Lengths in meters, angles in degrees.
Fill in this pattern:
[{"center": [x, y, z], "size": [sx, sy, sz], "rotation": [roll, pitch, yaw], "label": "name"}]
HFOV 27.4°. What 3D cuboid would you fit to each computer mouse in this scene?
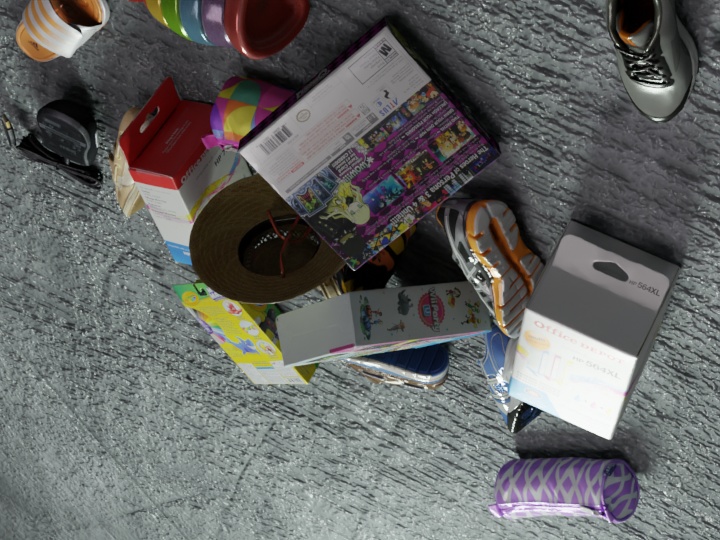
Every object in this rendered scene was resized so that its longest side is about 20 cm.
[{"center": [-0.386, -0.179, 1.851], "size": [0.140, 0.046, 0.200], "rotation": [24, 160, 5], "label": "computer mouse"}]

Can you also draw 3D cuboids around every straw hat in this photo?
[{"center": [-0.087, -0.016, 1.669], "size": [0.200, 0.202, 0.085], "rotation": [18, 149, 22], "label": "straw hat"}]

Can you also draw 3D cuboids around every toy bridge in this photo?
[{"center": [-0.047, 0.004, 1.754], "size": [0.201, 0.027, 0.067], "rotation": [62, 175, -20], "label": "toy bridge"}]

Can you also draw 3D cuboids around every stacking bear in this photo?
[{"center": [-0.167, -0.285, 1.448], "size": [0.199, 0.114, 0.122], "rotation": [22, 148, 25], "label": "stacking bear"}]

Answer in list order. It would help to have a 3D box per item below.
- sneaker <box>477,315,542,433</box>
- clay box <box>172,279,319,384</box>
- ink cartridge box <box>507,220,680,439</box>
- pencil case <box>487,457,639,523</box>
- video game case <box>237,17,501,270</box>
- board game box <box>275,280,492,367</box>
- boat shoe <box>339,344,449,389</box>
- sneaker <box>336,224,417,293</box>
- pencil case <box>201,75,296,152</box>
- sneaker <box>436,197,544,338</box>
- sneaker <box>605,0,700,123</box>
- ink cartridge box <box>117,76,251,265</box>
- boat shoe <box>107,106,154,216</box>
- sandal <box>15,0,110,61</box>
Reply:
[{"center": [0.185, 0.121, 1.758], "size": [0.077, 0.076, 0.201], "rotation": [41, 156, 30], "label": "sneaker"}, {"center": [-0.154, 0.073, 1.996], "size": [0.114, 0.048, 0.200], "rotation": [-4, 133, 45], "label": "clay box"}, {"center": [0.242, 0.057, 1.547], "size": [0.128, 0.126, 0.201], "rotation": [23, 149, 14], "label": "ink cartridge box"}, {"center": [0.262, 0.284, 1.891], "size": [0.199, 0.086, 0.084], "rotation": [-9, 129, 49], "label": "pencil case"}, {"center": [0.009, -0.123, 1.480], "size": [0.200, 0.036, 0.181], "rotation": [-38, 112, 18], "label": "video game case"}, {"center": [0.027, 0.059, 1.685], "size": [0.147, 0.199, 0.065], "rotation": [-17, 81, 52], "label": "board game box"}, {"center": [0.016, 0.108, 1.871], "size": [0.199, 0.072, 0.073], "rotation": [21, 149, 17], "label": "boat shoe"}, {"center": [0.000, 0.000, 1.713], "size": [0.070, 0.090, 0.200], "rotation": [31, 149, 0], "label": "sneaker"}, {"center": [-0.066, -0.145, 1.576], "size": [0.199, 0.089, 0.089], "rotation": [16, 146, 23], "label": "pencil case"}, {"center": [0.143, -0.008, 1.604], "size": [0.077, 0.078, 0.201], "rotation": [21, 147, 42], "label": "sneaker"}, {"center": [0.236, -0.196, 1.239], "size": [0.073, 0.080, 0.201], "rotation": [12, 145, 26], "label": "sneaker"}, {"center": [-0.193, -0.111, 1.702], "size": [0.067, 0.117, 0.201], "rotation": [14, 145, 28], "label": "ink cartridge box"}, {"center": [-0.270, -0.136, 1.791], "size": [0.069, 0.074, 0.200], "rotation": [44, 150, 5], "label": "boat shoe"}, {"center": [-0.348, -0.270, 1.670], "size": [0.079, 0.059, 0.206], "rotation": [40, 148, -14], "label": "sandal"}]
